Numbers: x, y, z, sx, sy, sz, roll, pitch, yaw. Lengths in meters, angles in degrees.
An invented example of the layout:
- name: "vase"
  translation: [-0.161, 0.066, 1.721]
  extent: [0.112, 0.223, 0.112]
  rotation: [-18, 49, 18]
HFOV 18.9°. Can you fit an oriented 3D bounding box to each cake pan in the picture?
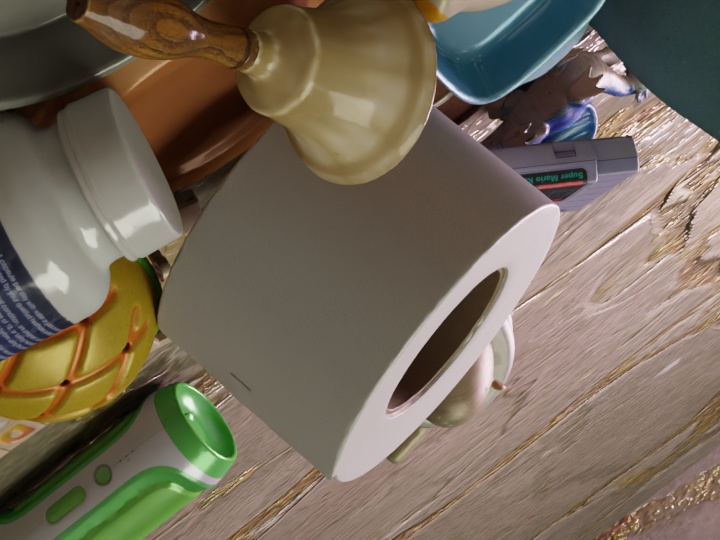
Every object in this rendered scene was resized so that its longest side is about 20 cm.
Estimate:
- name: "cake pan"
  translation: [-0.128, -0.149, 0.980]
  extent: [0.199, 0.037, 0.201]
  rotation: [-30, 162, -11]

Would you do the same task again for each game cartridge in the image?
- name: "game cartridge"
  translation: [0.072, -0.052, 1.427]
  extent: [0.198, 0.039, 0.130]
  rotation: [-7, 175, -15]

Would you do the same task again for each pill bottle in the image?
- name: "pill bottle"
  translation: [-0.193, -0.009, 1.071]
  extent: [0.199, 0.112, 0.111]
  rotation: [-27, 162, 4]

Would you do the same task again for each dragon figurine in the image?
- name: "dragon figurine"
  translation: [0.128, -0.107, 1.487]
  extent: [0.199, 0.059, 0.099]
  rotation: [-38, 161, 8]

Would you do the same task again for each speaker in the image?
- name: "speaker"
  translation: [-0.189, 0.170, 1.616]
  extent: [0.199, 0.089, 0.088]
  rotation: [-38, 161, 14]

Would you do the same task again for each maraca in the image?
- name: "maraca"
  translation: [-0.191, 0.017, 1.201]
  extent: [0.137, 0.107, 0.200]
  rotation: [-39, 141, 9]

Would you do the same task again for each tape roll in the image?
- name: "tape roll"
  translation: [0.000, 0.000, 1.239]
  extent: [0.203, 0.139, 0.203]
  rotation: [-46, 166, -15]

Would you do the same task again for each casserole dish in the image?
- name: "casserole dish"
  translation: [0.070, -0.168, 1.216]
  extent: [0.121, 0.039, 0.200]
  rotation: [-42, 149, 7]

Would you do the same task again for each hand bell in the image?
- name: "hand bell"
  translation: [-0.064, -0.107, 1.040]
  extent: [0.199, 0.105, 0.104]
  rotation: [10, 135, -49]

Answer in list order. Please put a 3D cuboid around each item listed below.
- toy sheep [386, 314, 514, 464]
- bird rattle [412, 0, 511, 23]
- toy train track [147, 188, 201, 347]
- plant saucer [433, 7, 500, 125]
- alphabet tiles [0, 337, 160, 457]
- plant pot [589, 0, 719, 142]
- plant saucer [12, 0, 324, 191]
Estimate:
- name: "toy sheep"
  translation: [0.032, 0.039, 1.412]
  extent: [0.137, 0.200, 0.139]
  rotation: [-10, 122, -17]
- name: "bird rattle"
  translation: [0.082, -0.208, 1.093]
  extent: [0.199, 0.113, 0.164]
  rotation: [-35, 154, -31]
- name: "toy train track"
  translation: [-0.120, 0.010, 1.407]
  extent: [0.114, 0.033, 0.200]
  rotation: [-27, 162, -20]
- name: "plant saucer"
  translation: [0.039, -0.123, 1.344]
  extent: [0.199, 0.032, 0.201]
  rotation: [-29, 161, -11]
- name: "alphabet tiles"
  translation: [-0.245, 0.085, 1.398]
  extent: [0.199, 0.008, 0.167]
  rotation: [-35, 157, 11]
- name: "plant pot"
  translation: [0.249, -0.166, 1.336]
  extent: [0.199, 0.189, 0.200]
  rotation: [-30, 162, -11]
- name: "plant saucer"
  translation: [-0.096, -0.097, 1.170]
  extent: [0.199, 0.038, 0.200]
  rotation: [-30, 161, -11]
